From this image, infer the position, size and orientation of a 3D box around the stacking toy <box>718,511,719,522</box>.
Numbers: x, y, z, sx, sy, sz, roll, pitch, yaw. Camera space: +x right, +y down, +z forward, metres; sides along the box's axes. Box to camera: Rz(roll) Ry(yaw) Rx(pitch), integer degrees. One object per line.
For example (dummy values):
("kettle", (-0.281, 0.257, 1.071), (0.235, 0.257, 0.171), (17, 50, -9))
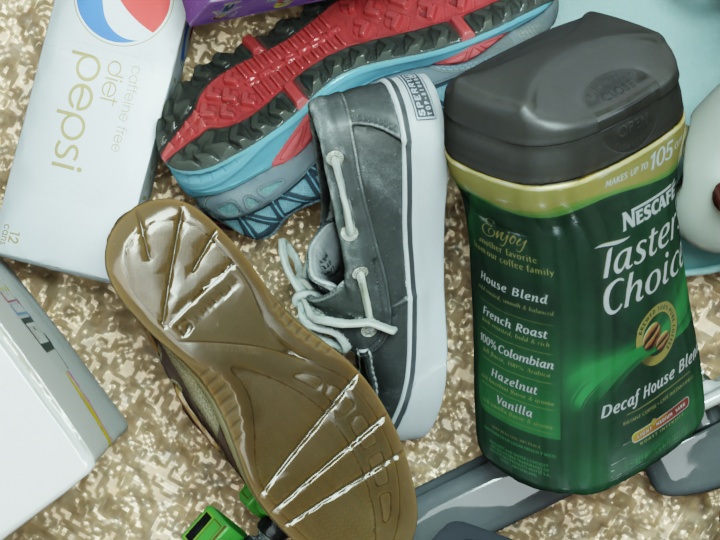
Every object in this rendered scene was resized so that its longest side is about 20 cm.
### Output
("stacking toy", (0.220, 0.081, 1.152), (0.110, 0.116, 0.200), (8, 90, 28))

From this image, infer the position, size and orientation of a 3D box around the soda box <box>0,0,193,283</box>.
("soda box", (-0.117, -0.097, 1.171), (0.064, 0.068, 0.200), (14, 90, -1))

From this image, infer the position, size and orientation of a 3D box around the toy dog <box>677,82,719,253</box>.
("toy dog", (0.192, -0.084, 1.132), (0.132, 0.096, 0.200), (12, 90, -2))

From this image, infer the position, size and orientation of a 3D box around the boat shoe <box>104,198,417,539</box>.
("boat shoe", (-0.048, 0.052, 1.129), (0.072, 0.072, 0.200), (-41, 100, -9))

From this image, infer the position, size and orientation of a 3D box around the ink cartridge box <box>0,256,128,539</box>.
("ink cartridge box", (-0.207, 0.064, 1.104), (0.147, 0.200, 0.145), (-37, 91, -1))

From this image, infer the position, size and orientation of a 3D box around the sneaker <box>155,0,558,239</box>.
("sneaker", (0.005, -0.084, 1.161), (0.200, 0.096, 0.079), (-27, 49, -1))

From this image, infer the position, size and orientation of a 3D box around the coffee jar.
("coffee jar", (0.095, -0.008, 1.092), (0.104, 0.085, 0.200), (-29, 125, -32))

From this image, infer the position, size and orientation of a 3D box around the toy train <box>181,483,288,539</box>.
("toy train", (-0.071, 0.146, 1.180), (0.200, 0.056, 0.042), (-48, 119, -2))

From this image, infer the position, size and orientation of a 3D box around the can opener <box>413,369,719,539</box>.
("can opener", (0.108, 0.096, 1.188), (0.200, 0.053, 0.066), (-22, 92, -1))

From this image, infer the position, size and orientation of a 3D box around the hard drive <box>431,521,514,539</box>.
("hard drive", (0.105, 0.190, 1.155), (0.200, 0.135, 0.042), (27, 57, 0))

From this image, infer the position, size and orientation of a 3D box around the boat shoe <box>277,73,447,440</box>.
("boat shoe", (0.001, 0.002, 1.133), (0.068, 0.074, 0.199), (-10, 136, -12))

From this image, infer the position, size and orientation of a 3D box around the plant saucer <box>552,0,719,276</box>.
("plant saucer", (0.148, -0.097, 1.197), (0.200, 0.036, 0.200), (0, 90, -2))

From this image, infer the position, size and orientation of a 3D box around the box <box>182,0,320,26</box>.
("box", (0.001, -0.194, 1.101), (0.200, 0.039, 0.137), (-14, 83, -22))
